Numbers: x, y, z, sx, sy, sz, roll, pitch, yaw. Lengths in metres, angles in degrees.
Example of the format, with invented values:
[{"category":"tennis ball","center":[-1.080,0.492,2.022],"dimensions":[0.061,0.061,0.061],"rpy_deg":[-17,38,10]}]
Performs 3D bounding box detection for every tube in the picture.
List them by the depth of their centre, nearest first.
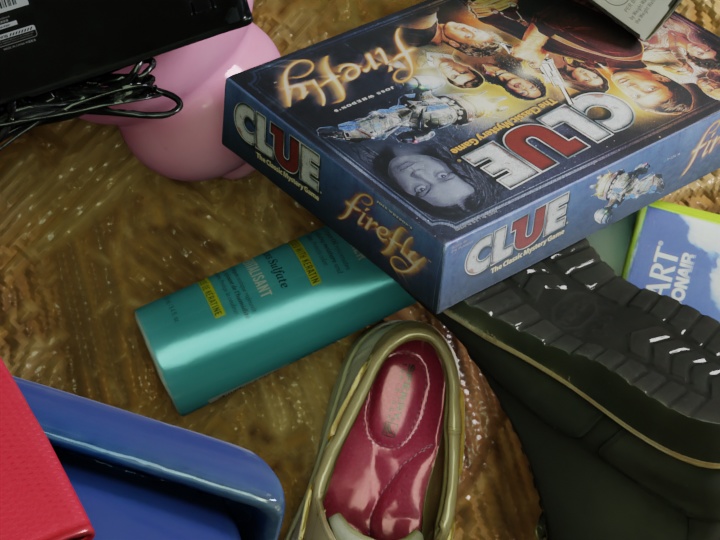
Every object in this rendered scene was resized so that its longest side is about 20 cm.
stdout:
[{"category":"tube","center":[0.000,0.000,0.862],"dimensions":[0.199,0.078,0.051],"rpy_deg":[-25,130,-7]}]

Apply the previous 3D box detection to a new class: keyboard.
[{"category":"keyboard","center":[-0.143,-0.094,0.754],"dimensions":[0.198,0.040,0.105],"rpy_deg":[-18,121,-8]}]

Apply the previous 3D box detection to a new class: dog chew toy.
[{"category":"dog chew toy","center":[-0.102,-0.121,0.829],"dimensions":[0.124,0.124,0.200],"rpy_deg":[-42,117,-9]}]

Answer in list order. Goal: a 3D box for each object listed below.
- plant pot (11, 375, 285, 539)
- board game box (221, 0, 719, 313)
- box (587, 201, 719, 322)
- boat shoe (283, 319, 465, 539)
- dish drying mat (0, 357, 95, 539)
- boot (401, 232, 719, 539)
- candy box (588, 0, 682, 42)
[{"category":"plant pot","center":[-0.134,0.155,0.749],"dimensions":[0.198,0.201,0.181],"rpy_deg":[16,52,-2]},{"category":"board game box","center":[0.062,-0.066,0.814],"dimensions":[0.199,0.035,0.135],"rpy_deg":[-26,48,-34]},{"category":"box","center":[0.179,0.047,0.841],"dimensions":[0.198,0.048,0.123],"rpy_deg":[15,95,7]},{"category":"boat shoe","center":[0.002,0.117,0.840],"dimensions":[0.073,0.069,0.202],"rpy_deg":[10,81,-4]},{"category":"dish drying mat","center":[-0.172,0.035,0.707],"dimensions":[0.076,0.018,0.201],"rpy_deg":[-21,56,-24]},{"category":"boot","center":[0.069,0.058,0.799],"dimensions":[0.077,0.139,0.200],"rpy_deg":[-24,47,-33]},{"category":"candy box","center":[0.077,-0.203,0.859],"dimensions":[0.199,0.061,0.137],"rpy_deg":[37,36,0]}]
